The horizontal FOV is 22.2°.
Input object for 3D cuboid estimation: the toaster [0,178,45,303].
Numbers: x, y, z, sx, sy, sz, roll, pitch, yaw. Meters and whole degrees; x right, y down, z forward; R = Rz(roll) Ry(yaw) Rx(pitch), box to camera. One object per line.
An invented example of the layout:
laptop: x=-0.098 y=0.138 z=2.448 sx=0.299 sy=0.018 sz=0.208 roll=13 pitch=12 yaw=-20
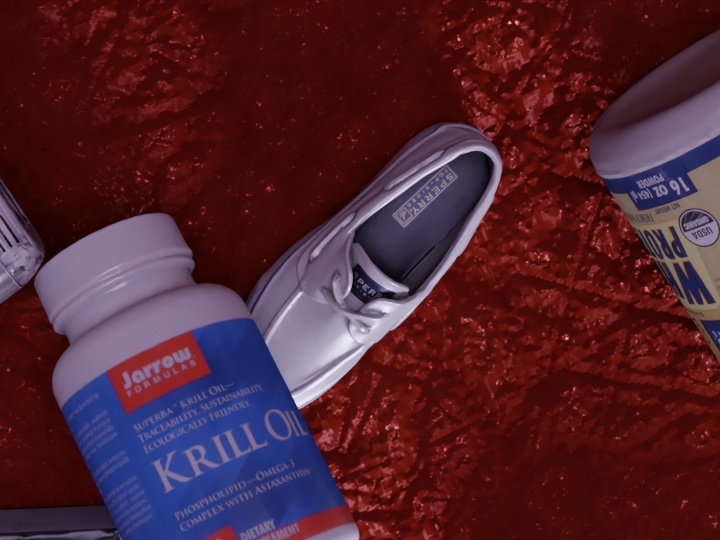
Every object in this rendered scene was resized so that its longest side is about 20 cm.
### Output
toaster: x=-0.249 y=-0.026 z=0.935 sx=0.129 sy=0.114 sz=0.200 roll=-33 pitch=98 yaw=-4

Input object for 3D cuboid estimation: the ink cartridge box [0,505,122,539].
ink cartridge box: x=-0.142 y=0.180 z=1.014 sx=0.200 sy=0.044 sz=0.094 roll=-1 pitch=100 yaw=-8

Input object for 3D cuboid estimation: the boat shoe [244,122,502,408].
boat shoe: x=0.000 y=0.000 z=0.994 sx=0.074 sy=0.065 sz=0.200 roll=37 pitch=93 yaw=-12

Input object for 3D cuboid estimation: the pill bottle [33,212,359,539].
pill bottle: x=-0.092 y=0.076 z=0.951 sx=0.112 sy=0.112 sz=0.200 roll=-28 pitch=79 yaw=-2

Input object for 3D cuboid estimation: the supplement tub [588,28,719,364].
supplement tub: x=0.229 y=-0.025 z=0.980 sx=0.144 sy=0.144 sz=0.200 roll=-35 pitch=101 yaw=-1
